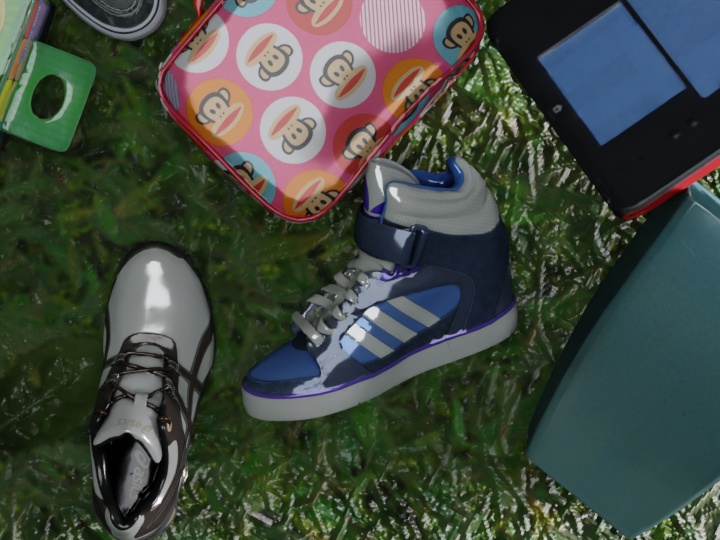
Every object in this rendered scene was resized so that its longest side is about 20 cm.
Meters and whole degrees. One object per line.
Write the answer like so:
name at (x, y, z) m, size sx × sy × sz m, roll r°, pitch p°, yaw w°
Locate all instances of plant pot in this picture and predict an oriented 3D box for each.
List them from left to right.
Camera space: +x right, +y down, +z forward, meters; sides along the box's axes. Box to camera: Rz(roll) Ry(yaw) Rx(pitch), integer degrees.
plant pot at (0.202, 0.062, 1.629) m, size 0.141 × 0.141 × 0.200 m, roll 39°, pitch 100°, yaw -1°

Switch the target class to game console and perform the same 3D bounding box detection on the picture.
game console at (0.195, -0.145, 1.619) m, size 0.176 × 0.031 × 0.200 m, roll -31°, pitch 52°, yaw 0°

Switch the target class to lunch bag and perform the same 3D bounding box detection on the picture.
lunch bag at (-0.036, -0.148, 1.646) m, size 0.176 × 0.082 × 0.200 m, roll 44°, pitch 92°, yaw -1°

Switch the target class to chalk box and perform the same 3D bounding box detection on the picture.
chalk box at (-0.274, -0.140, 1.624) m, size 0.199 × 0.124 × 0.125 m, roll 21°, pitch 92°, yaw -1°

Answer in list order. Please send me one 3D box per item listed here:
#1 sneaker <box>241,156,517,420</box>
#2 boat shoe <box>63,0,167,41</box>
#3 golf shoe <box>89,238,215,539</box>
sneaker at (0.000, 0.000, 1.634) m, size 0.199 × 0.081 × 0.147 m, roll -20°, pitch 112°, yaw -8°
boat shoe at (-0.193, -0.242, 1.649) m, size 0.073 × 0.068 × 0.200 m, roll -26°, pitch 92°, yaw 1°
golf shoe at (-0.137, 0.080, 1.648) m, size 0.077 × 0.094 × 0.201 m, roll 3°, pitch 90°, yaw 1°
